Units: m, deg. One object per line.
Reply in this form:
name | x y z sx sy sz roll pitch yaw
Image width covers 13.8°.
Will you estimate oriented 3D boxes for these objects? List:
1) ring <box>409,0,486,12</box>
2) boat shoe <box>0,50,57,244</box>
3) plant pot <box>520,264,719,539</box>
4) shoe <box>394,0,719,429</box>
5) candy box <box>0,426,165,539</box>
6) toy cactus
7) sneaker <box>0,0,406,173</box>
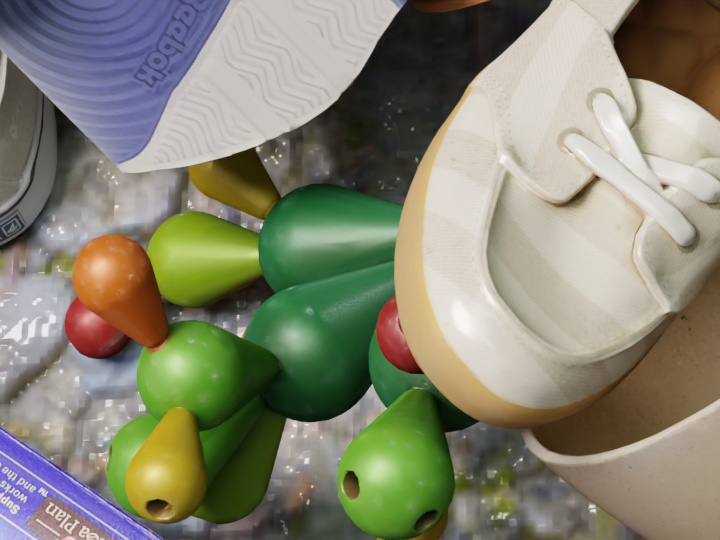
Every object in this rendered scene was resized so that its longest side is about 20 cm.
ring | 0.092 -0.132 0.774 0.200 0.200 0.019 -36 103 -6
boat shoe | -0.133 -0.111 0.849 0.074 0.086 0.203 -10 66 6
plant pot | 0.154 0.013 0.710 0.134 0.200 0.201 43 78 -13
shoe | 0.070 -0.044 0.689 0.070 0.053 0.200 37 51 -2
candy box | -0.155 0.123 0.760 0.169 0.077 0.200 32 75 19
toy cactus | 0.000 0.000 0.745 0.164 0.200 0.103 -33 103 -8
sneaker | -0.001 -0.113 0.759 0.199 0.115 0.081 -36 107 18
